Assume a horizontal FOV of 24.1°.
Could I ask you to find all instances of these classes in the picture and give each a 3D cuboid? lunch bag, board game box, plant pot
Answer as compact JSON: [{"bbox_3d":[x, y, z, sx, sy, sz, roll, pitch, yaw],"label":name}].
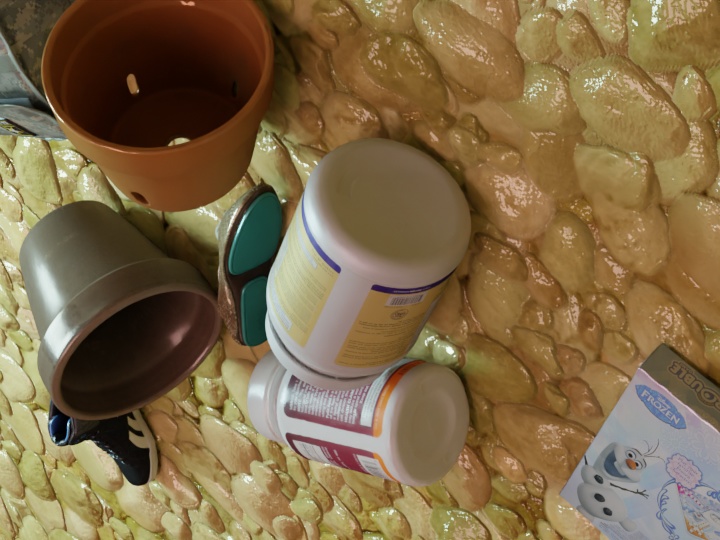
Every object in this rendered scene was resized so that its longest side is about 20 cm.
[{"bbox_3d":[-0.348,-0.209,1.670,0.163,0.118,0.201,6,131,41],"label":"lunch bag"},{"bbox_3d":[0.282,0.188,1.398,0.200,0.043,0.200,40,142,15],"label":"board game box"},{"bbox_3d":[-0.168,-0.145,1.485,0.199,0.200,0.140,33,156,22],"label":"plant pot"},{"bbox_3d":[-0.267,0.026,1.739,0.175,0.199,0.201,51,147,28],"label":"plant pot"}]

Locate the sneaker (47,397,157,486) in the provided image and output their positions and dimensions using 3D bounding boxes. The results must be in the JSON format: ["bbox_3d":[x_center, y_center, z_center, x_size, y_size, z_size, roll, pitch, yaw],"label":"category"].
[{"bbox_3d":[-0.308,0.190,1.961,0.073,0.112,0.201,17,132,38],"label":"sneaker"}]

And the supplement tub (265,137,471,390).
[{"bbox_3d":[0.000,0.000,1.451,0.145,0.145,0.200,42,142,12],"label":"supplement tub"}]

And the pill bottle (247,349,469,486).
[{"bbox_3d":[-0.006,0.130,1.592,0.199,0.114,0.115,9,127,42],"label":"pill bottle"}]

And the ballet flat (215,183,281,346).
[{"bbox_3d":[-0.117,-0.013,1.633,0.065,0.070,0.201,43,141,35],"label":"ballet flat"}]
